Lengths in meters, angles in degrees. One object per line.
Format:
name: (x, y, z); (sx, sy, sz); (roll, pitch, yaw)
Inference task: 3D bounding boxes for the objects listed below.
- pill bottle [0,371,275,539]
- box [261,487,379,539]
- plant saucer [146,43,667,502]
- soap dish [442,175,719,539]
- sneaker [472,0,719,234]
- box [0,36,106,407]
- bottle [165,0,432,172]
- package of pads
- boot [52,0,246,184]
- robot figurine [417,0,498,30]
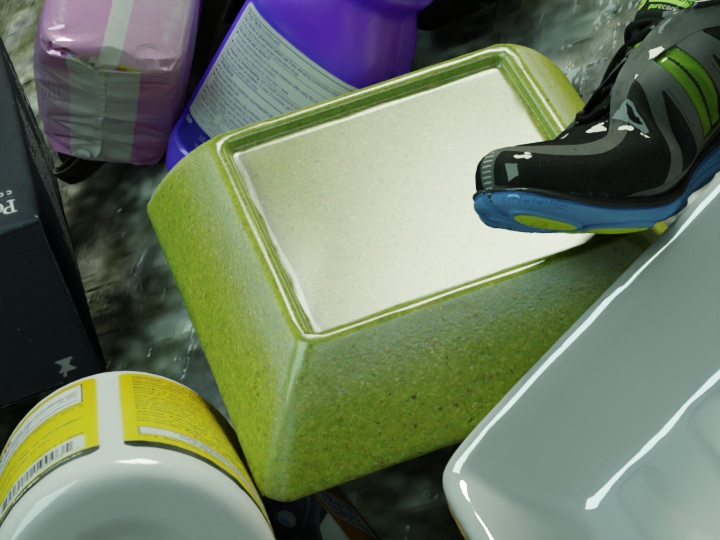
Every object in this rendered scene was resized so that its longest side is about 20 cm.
pill bottle: (-0.093, 0.105, 0.930); (0.113, 0.112, 0.200); (-52, 12, 4)
box: (-0.034, 0.159, 0.984); (0.119, 0.041, 0.200); (-52, 34, 5)
plant saucer: (0.024, -0.018, 0.953); (0.198, 0.048, 0.201); (-18, 43, -8)
soap dish: (0.134, 0.066, 0.830); (0.200, 0.081, 0.158); (-48, 37, 12)
sneaker: (0.111, -0.069, 0.884); (0.199, 0.083, 0.071); (-30, 20, -33)
box: (-0.258, -0.014, 1.242); (0.195, 0.118, 0.201); (-19, 42, -3)
bottle: (-0.017, -0.107, 1.093); (0.201, 0.083, 0.065); (-58, -11, 31)
package of pads: (-0.107, -0.164, 1.146); (0.121, 0.075, 0.202); (117, 164, -68)
boot: (-0.093, -0.144, 1.261); (0.173, 0.069, 0.201); (-1, 63, 49)
robot figurine: (0.033, -0.214, 1.128); (0.199, 0.125, 0.151); (-24, 40, 36)
